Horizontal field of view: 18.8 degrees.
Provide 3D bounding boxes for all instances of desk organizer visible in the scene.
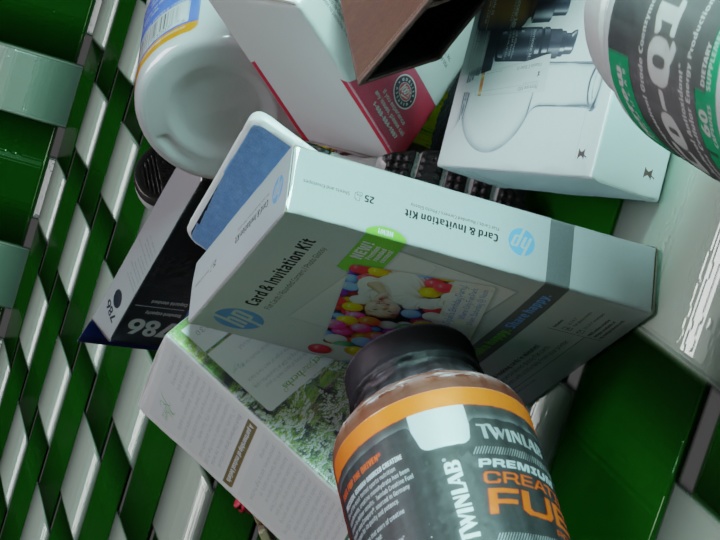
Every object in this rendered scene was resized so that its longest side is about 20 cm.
[{"bbox_3d":[0.070,-0.178,1.144,0.200,0.071,0.078,-48,41,38],"label":"desk organizer"}]

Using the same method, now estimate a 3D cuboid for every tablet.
[{"bbox_3d":[0.000,0.000,1.247,0.014,0.199,0.130,-56,2,-38],"label":"tablet"}]

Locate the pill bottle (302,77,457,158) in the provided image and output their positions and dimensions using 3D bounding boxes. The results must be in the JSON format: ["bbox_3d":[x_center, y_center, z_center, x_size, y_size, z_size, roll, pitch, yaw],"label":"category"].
[{"bbox_3d":[0.014,-0.100,1.424,0.201,0.108,0.110,-90,22,-43],"label":"pill bottle"}]

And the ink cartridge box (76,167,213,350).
[{"bbox_3d":[-0.110,0.001,1.476,0.201,0.099,0.039,-56,41,37],"label":"ink cartridge box"}]

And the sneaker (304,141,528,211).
[{"bbox_3d":[0.017,-0.028,1.289,0.074,0.198,0.080,-65,-28,-22],"label":"sneaker"}]

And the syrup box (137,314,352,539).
[{"bbox_3d":[-0.019,0.100,1.185,0.079,0.200,0.082,-39,-15,-37],"label":"syrup box"}]

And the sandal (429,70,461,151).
[{"bbox_3d":[0.109,-0.126,1.270,0.200,0.045,0.075,-52,30,21],"label":"sandal"}]

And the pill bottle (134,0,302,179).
[{"bbox_3d":[-0.086,-0.160,1.418,0.201,0.111,0.113,-89,21,-51],"label":"pill bottle"}]

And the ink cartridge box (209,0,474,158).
[{"bbox_3d":[0.016,-0.191,1.303,0.084,0.145,0.201,15,63,39],"label":"ink cartridge box"}]

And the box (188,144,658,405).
[{"bbox_3d":[0.029,0.008,1.116,0.156,0.198,0.042,136,146,-59],"label":"box"}]

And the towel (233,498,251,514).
[{"bbox_3d":[-0.047,0.047,1.441,0.201,0.022,0.145,-90,25,-45],"label":"towel"}]

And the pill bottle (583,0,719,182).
[{"bbox_3d":[0.167,-0.092,0.902,0.200,0.112,0.114,-130,57,-71],"label":"pill bottle"}]

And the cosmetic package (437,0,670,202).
[{"bbox_3d":[0.121,-0.142,1.160,0.150,0.051,0.202,9,84,58],"label":"cosmetic package"}]

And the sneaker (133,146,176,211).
[{"bbox_3d":[-0.063,-0.057,1.540,0.121,0.198,0.084,96,157,-57],"label":"sneaker"}]

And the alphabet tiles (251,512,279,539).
[{"bbox_3d":[-0.038,0.191,1.289,0.200,0.006,0.168,137,109,-87],"label":"alphabet tiles"}]

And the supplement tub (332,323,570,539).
[{"bbox_3d":[0.046,0.124,1.062,0.107,0.106,0.201,-60,35,41],"label":"supplement tub"}]
